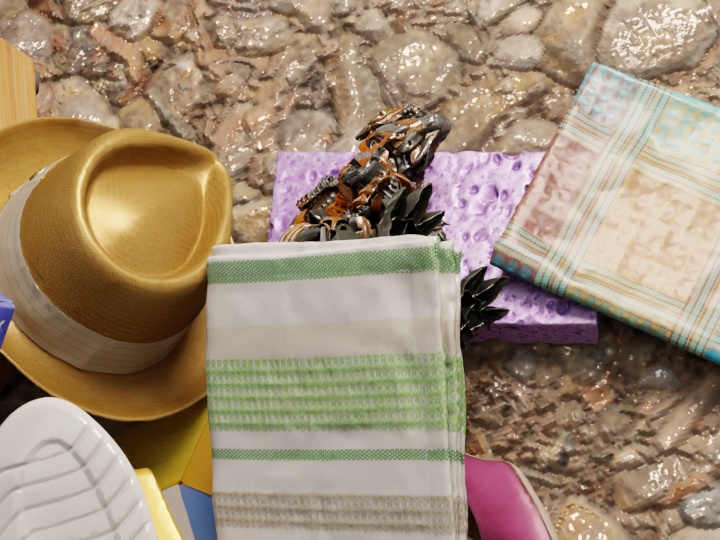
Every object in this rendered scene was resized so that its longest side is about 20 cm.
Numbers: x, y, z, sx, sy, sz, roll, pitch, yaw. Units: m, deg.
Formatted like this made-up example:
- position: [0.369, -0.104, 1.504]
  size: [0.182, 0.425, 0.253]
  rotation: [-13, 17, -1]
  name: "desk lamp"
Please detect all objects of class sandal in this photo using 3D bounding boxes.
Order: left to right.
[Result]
- position: [-0.125, 0.159, 0.851]
  size: [0.082, 0.050, 0.203]
  rotation: [-30, 77, -4]
  name: "sandal"

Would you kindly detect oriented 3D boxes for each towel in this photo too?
- position: [-0.011, 0.085, 0.852]
  size: [0.149, 0.031, 0.201]
  rotation: [-2, 91, 33]
  name: "towel"
- position: [0.189, -0.024, 0.934]
  size: [0.199, 0.022, 0.147]
  rotation: [23, 67, 15]
  name: "towel"

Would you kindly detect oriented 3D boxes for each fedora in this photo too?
- position: [-0.124, -0.018, 0.919]
  size: [0.082, 0.200, 0.201]
  rotation: [-38, 52, 38]
  name: "fedora"

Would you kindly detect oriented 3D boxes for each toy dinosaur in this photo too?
- position: [0.000, 0.000, 0.933]
  size: [0.135, 0.102, 0.201]
  rotation: [14, 86, 47]
  name: "toy dinosaur"

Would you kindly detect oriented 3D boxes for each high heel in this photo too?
- position: [0.036, 0.126, 0.868]
  size: [0.096, 0.068, 0.200]
  rotation: [-30, 34, -6]
  name: "high heel"

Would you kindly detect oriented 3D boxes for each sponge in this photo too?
- position: [0.041, -0.015, 0.984]
  size: [0.199, 0.030, 0.112]
  rotation: [1, 64, 15]
  name: "sponge"

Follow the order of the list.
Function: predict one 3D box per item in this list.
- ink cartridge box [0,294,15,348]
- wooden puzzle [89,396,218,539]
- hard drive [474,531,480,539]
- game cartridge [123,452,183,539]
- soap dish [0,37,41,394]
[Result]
- position: [-0.261, 0.053, 0.841]
  size: [0.136, 0.076, 0.201]
  rotation: [21, 92, 24]
  name: "ink cartridge box"
- position: [-0.106, 0.145, 0.938]
  size: [0.199, 0.037, 0.186]
  rotation: [-23, 60, 2]
  name: "wooden puzzle"
- position: [0.072, 0.238, 0.851]
  size: [0.132, 0.025, 0.200]
  rotation: [25, 72, 24]
  name: "hard drive"
- position: [-0.170, 0.201, 0.866]
  size: [0.199, 0.032, 0.177]
  rotation: [-21, 62, -15]
  name: "game cartridge"
- position: [-0.236, -0.025, 0.995]
  size: [0.081, 0.157, 0.201]
  rotation: [5, 58, -25]
  name: "soap dish"
